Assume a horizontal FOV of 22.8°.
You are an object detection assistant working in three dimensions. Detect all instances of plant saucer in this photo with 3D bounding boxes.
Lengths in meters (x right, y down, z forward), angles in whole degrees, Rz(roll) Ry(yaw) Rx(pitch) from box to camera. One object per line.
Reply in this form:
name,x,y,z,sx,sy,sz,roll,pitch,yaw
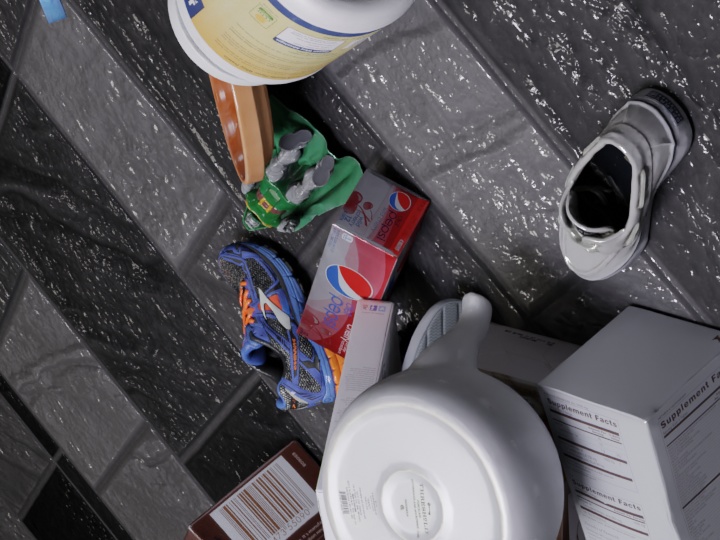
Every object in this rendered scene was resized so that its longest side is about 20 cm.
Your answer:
plant saucer,-0.105,-0.172,1.479,0.200,0.032,0.201,166,90,-82

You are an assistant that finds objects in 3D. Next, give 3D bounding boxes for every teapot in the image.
teapot,0.079,0.159,1.335,0.197,0.146,0.200,44,123,19

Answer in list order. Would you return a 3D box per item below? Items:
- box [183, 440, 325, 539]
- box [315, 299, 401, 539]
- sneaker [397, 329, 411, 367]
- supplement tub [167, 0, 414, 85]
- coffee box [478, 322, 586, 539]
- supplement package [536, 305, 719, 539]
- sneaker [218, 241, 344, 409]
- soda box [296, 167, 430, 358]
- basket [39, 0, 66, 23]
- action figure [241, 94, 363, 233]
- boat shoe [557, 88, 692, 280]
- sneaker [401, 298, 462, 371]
box,-0.095,0.327,1.987,0.164,0.166,0.200,46,153,11
box,0.003,0.146,1.491,0.036,0.200,0.145,5,140,11
sneaker,0.028,0.128,1.656,0.075,0.078,0.200,42,151,18
supplement tub,-0.050,-0.218,1.296,0.145,0.144,0.200,56,152,-7
coffee box,0.135,0.157,1.448,0.114,0.080,0.201,14,121,31
supplement package,0.228,0.146,1.328,0.109,0.114,0.201,17,135,48
sneaker,-0.086,0.051,1.708,0.200,0.078,0.075,53,156,30
soda box,0.000,0.000,1.545,0.063,0.070,0.200,27,150,5
basket,-0.305,-0.328,1.545,0.200,0.139,0.177,-112,6,-52
action figure,-0.070,-0.074,1.604,0.118,0.055,0.200,49,157,1
boat shoe,0.170,-0.045,1.243,0.072,0.066,0.200,46,152,12
sneaker,0.055,0.120,1.505,0.071,0.073,0.201,-162,83,-71
